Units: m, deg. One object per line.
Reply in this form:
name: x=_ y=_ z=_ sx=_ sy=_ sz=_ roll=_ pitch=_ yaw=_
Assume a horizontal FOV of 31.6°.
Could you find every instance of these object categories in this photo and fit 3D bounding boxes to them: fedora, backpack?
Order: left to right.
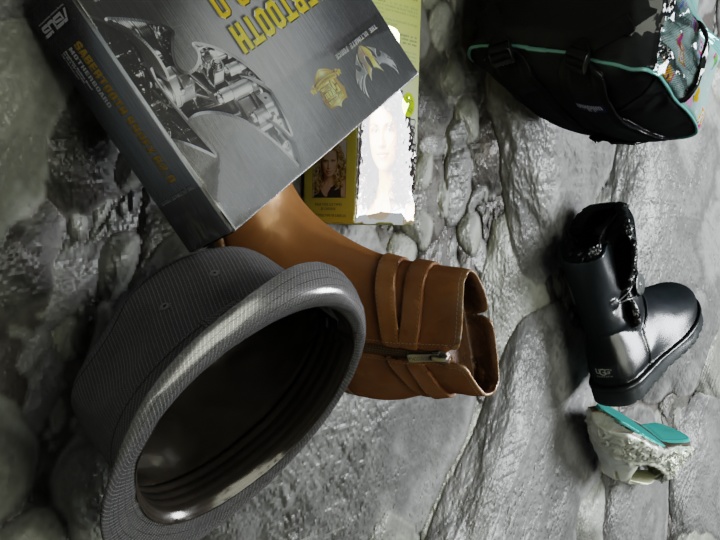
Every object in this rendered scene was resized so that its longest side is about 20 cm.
fedora: x=-0.091 y=0.060 z=0.714 sx=0.200 sy=0.090 sz=0.178 roll=-42 pitch=151 yaw=-18
backpack: x=0.203 y=-0.187 z=1.041 sx=0.200 sy=0.174 sz=0.155 roll=36 pitch=68 yaw=-52

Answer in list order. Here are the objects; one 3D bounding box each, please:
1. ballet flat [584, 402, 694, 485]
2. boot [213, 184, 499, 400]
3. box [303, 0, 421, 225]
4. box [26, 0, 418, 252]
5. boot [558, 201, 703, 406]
ballet flat: x=0.271 y=0.180 z=1.249 sx=0.199 sy=0.071 sz=0.073 roll=21 pitch=76 yaw=-51
boot: x=0.000 y=0.000 z=0.800 sx=0.074 sy=0.154 sz=0.201 roll=-55 pitch=132 yaw=-34
box: x=0.002 y=-0.133 z=0.880 sx=0.075 sy=0.050 sz=0.203 roll=-3 pitch=94 yaw=-53
box: x=-0.071 y=-0.130 z=0.742 sx=0.159 sy=0.048 sz=0.200 roll=56 pitch=48 yaw=-10
boot: x=0.259 y=0.009 z=1.208 sx=0.200 sy=0.076 sz=0.170 roll=-39 pitch=122 yaw=-45
